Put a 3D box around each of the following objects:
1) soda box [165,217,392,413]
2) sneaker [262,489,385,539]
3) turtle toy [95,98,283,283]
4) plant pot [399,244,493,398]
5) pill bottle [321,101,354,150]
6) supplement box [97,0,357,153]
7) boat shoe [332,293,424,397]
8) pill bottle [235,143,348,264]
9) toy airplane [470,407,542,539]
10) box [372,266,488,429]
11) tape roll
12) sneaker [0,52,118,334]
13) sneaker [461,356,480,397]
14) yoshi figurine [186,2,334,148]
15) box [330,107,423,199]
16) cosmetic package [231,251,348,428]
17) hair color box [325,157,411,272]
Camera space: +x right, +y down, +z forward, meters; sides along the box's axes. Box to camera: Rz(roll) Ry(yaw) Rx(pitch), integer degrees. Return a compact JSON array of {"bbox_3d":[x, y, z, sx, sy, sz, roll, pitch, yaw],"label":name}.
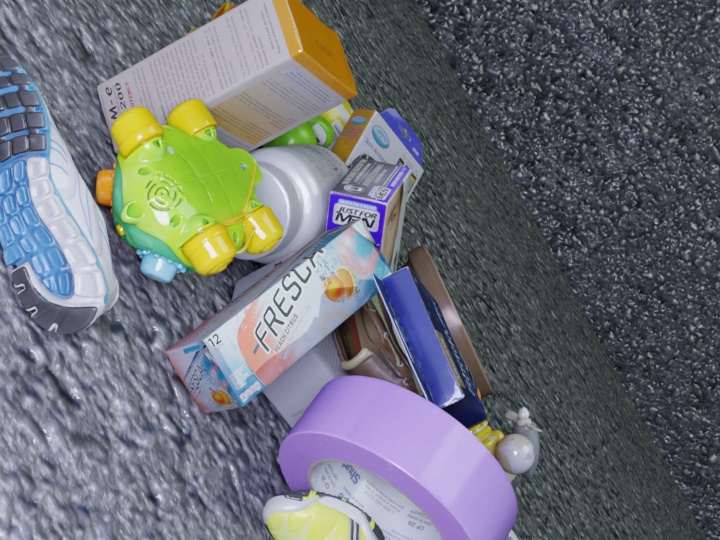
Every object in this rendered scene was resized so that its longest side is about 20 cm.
[{"bbox_3d":[-0.064,0.036,0.976,0.200,0.068,0.064,-40,104,-36],"label":"soda box"},{"bbox_3d":[-0.009,0.260,0.964,0.200,0.075,0.077,48,37,-19],"label":"sneaker"},{"bbox_3d":[-0.142,-0.059,0.979,0.147,0.101,0.200,57,28,4],"label":"turtle toy"},{"bbox_3d":[0.081,0.077,1.435,0.201,0.092,0.203,-25,90,-88],"label":"plant pot"},{"bbox_3d":[-0.084,-0.212,1.396,0.201,0.108,0.110,57,17,-18],"label":"pill bottle"},{"bbox_3d":[-0.119,-0.164,1.061,0.126,0.198,0.074,23,45,-66],"label":"supplement box"},{"bbox_3d":[0.012,0.093,1.060,0.074,0.075,0.204,14,45,-47],"label":"boat shoe"},{"bbox_3d":[-0.081,-0.067,1.172,0.115,0.113,0.200,62,17,0],"label":"pill bottle"},{"bbox_3d":[0.141,0.232,1.322,0.198,0.140,0.202,36,47,-33],"label":"toy airplane"},{"bbox_3d":[0.065,0.070,1.024,0.122,0.032,0.200,67,8,17],"label":"box"},{"bbox_3d":[0.030,0.181,0.977,0.201,0.199,0.066,55,54,-24],"label":"tape roll"},{"bbox_3d":[-0.225,-0.053,0.825,0.087,0.074,0.202,-20,90,-80],"label":"sneaker"},{"bbox_3d":[0.056,0.082,1.297,0.199,0.078,0.078,35,-22,33],"label":"sneaker"},{"bbox_3d":[-0.106,-0.185,1.276,0.200,0.113,0.112,41,-10,-29],"label":"yoshi figurine"},{"bbox_3d":[0.000,-0.092,1.374,0.119,0.041,0.202,46,64,-42],"label":"box"},{"bbox_3d":[-0.042,0.095,1.112,0.201,0.071,0.102,55,20,-24],"label":"cosmetic package"},{"bbox_3d":[0.000,0.000,1.192,0.109,0.064,0.203,-57,155,-62],"label":"hair color box"}]
